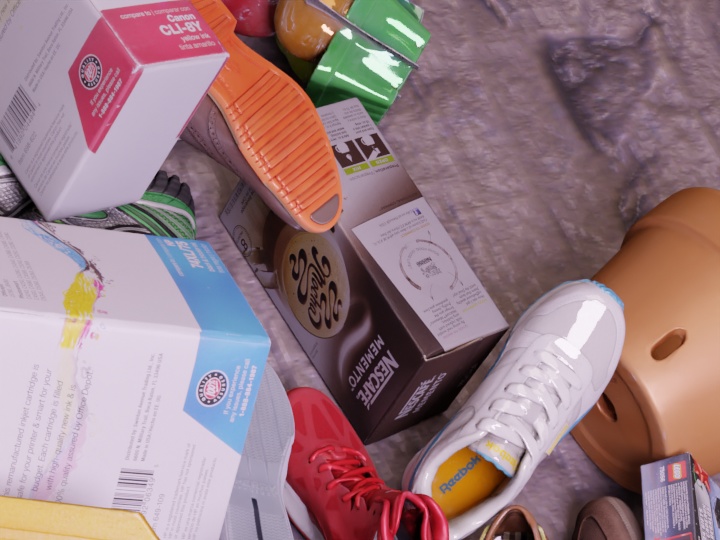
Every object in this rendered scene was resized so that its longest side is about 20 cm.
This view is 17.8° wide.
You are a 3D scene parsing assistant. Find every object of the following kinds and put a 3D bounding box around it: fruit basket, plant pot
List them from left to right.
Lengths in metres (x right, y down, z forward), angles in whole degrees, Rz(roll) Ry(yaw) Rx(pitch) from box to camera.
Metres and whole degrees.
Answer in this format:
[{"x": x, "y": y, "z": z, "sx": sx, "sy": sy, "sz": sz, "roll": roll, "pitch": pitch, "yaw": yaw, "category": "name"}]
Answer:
[{"x": -0.046, "y": -0.191, "z": 1.648, "sx": 0.199, "sy": 0.185, "sz": 0.094, "roll": 37, "pitch": 83, "yaw": 0, "category": "fruit basket"}, {"x": 0.219, "y": 0.062, "z": 1.591, "sx": 0.139, "sy": 0.200, "sz": 0.201, "roll": -30, "pitch": 72, "yaw": -22, "category": "plant pot"}]

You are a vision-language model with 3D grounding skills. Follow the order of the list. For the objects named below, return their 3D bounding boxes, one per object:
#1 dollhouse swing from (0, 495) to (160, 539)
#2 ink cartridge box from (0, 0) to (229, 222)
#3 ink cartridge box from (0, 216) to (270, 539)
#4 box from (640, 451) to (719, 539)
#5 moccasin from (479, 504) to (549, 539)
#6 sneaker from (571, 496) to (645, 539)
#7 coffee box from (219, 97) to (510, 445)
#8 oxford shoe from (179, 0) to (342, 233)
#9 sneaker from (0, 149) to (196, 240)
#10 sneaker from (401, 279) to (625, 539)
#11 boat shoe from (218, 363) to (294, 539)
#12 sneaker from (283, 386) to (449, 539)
[{"x": -0.211, "y": 0.203, "z": 1.192, "sx": 0.174, "sy": 0.182, "sz": 0.202, "roll": 7, "pitch": 86, "yaw": 15, "category": "dollhouse swing"}, {"x": -0.192, "y": -0.157, "z": 1.453, "sx": 0.083, "sy": 0.145, "sz": 0.201, "roll": -16, "pitch": 62, "yaw": -45, "category": "ink cartridge box"}, {"x": -0.180, "y": 0.065, "z": 1.359, "sx": 0.198, "sy": 0.148, "sz": 0.146, "roll": 7, "pitch": 22, "yaw": -23, "category": "ink cartridge box"}, {"x": 0.232, "y": 0.239, "z": 1.499, "sx": 0.137, "sy": 0.040, "sz": 0.201, "roll": 47, "pitch": 35, "yaw": -43, "category": "box"}, {"x": 0.089, "y": 0.243, "z": 1.428, "sx": 0.073, "sy": 0.078, "sz": 0.203, "roll": 8, "pitch": 58, "yaw": 14, "category": "moccasin"}, {"x": 0.148, "y": 0.232, "z": 1.491, "sx": 0.075, "sy": 0.071, "sz": 0.201, "roll": 8, "pitch": 51, "yaw": -16, "category": "sneaker"}, {"x": 0.000, "y": 0.000, "z": 1.559, "sx": 0.079, "sy": 0.113, "sz": 0.201, "roll": -19, "pitch": 65, "yaw": -36, "category": "coffee box"}, {"x": -0.087, "y": -0.103, "z": 1.500, "sx": 0.201, "sy": 0.073, "sz": 0.071, "roll": 54, "pitch": 45, "yaw": -1, "category": "oxford shoe"}, {"x": -0.194, "y": -0.024, "z": 1.498, "sx": 0.198, "sy": 0.078, "sz": 0.086, "roll": 4, "pitch": 55, "yaw": -26, "category": "sneaker"}, {"x": 0.104, "y": 0.095, "z": 1.484, "sx": 0.076, "sy": 0.201, "sz": 0.081, "roll": 36, "pitch": 7, "yaw": -7, "category": "sneaker"}, {"x": -0.085, "y": 0.136, "z": 1.442, "sx": 0.073, "sy": 0.067, "sz": 0.201, "roll": 22, "pitch": 37, "yaw": -22, "category": "boat shoe"}, {"x": 0.008, "y": 0.141, "z": 1.454, "sx": 0.078, "sy": 0.116, "sz": 0.201, "roll": -9, "pitch": 60, "yaw": -32, "category": "sneaker"}]
